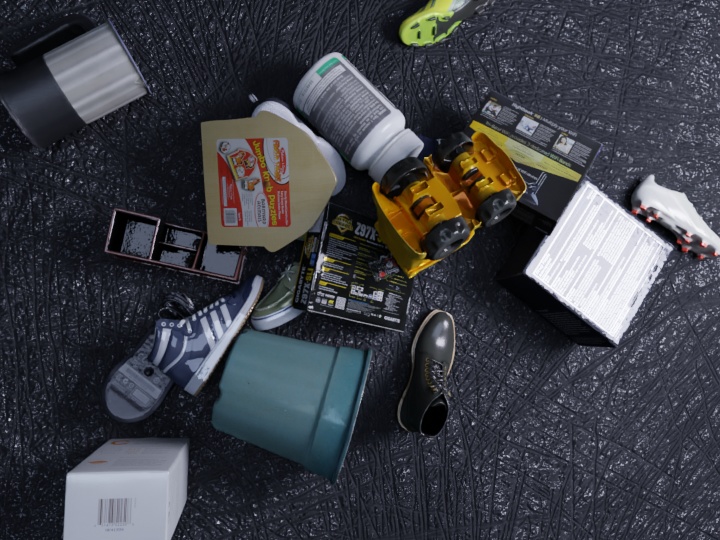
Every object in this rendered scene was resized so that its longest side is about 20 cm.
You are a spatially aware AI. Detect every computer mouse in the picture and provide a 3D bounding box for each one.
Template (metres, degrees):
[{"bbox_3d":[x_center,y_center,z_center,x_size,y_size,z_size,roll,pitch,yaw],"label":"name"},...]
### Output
[{"bbox_3d":[-0.304,0.145,0.897,0.138,0.053,0.200,43,69,-3],"label":"computer mouse"}]

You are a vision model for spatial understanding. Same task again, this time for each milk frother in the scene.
[{"bbox_3d":[-0.433,-0.305,0.827,0.187,0.200,0.182,-32,88,-10],"label":"milk frother"}]

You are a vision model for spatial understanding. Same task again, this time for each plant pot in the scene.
[{"bbox_3d":[-0.102,0.185,0.862,0.193,0.200,0.203,16,84,-1],"label":"plant pot"}]

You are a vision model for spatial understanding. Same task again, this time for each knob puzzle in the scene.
[{"bbox_3d":[-0.129,-0.128,0.855,0.216,0.030,0.224,2,100,9],"label":"knob puzzle"}]

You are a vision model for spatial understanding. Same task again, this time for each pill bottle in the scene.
[{"bbox_3d":[-0.002,-0.233,0.924,0.113,0.113,0.200,-44,84,-9],"label":"pill bottle"}]

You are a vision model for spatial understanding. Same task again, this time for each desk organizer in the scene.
[{"bbox_3d":[-0.277,-0.036,0.896,0.197,0.077,0.073,12,84,-9],"label":"desk organizer"}]

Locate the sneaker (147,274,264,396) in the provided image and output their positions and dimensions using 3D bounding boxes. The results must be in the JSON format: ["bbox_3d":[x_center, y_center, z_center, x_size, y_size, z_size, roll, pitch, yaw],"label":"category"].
[{"bbox_3d":[-0.232,0.072,0.872,0.108,0.070,0.202,33,72,-7],"label":"sneaker"}]

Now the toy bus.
[{"bbox_3d":[0.120,-0.079,0.864,0.198,0.193,0.137,-30,70,-13],"label":"toy bus"}]

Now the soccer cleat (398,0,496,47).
[{"bbox_3d":[0.144,-0.455,1.013,0.199,0.065,0.084,-33,62,-6],"label":"soccer cleat"}]

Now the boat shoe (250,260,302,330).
[{"bbox_3d":[-0.094,0.015,0.918,0.199,0.072,0.063,-38,118,-23],"label":"boat shoe"}]

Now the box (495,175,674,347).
[{"bbox_3d":[0.369,-0.013,0.980,0.197,0.123,0.201,37,79,-6],"label":"box"}]

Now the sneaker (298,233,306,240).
[{"bbox_3d":[-0.120,-0.113,0.921,0.198,0.090,0.079,33,80,-7],"label":"sneaker"}]

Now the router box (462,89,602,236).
[{"bbox_3d":[0.249,-0.171,0.919,0.198,0.052,0.158,32,73,15],"label":"router box"}]

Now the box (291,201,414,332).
[{"bbox_3d":[0.000,0.000,0.912,0.198,0.049,0.163,15,81,-38],"label":"box"}]

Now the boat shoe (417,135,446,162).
[{"bbox_3d":[0.117,-0.128,0.978,0.091,0.075,0.203,10,77,-2],"label":"boat shoe"}]

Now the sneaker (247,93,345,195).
[{"bbox_3d":[-0.102,-0.207,0.938,0.075,0.114,0.200,-42,130,8],"label":"sneaker"}]

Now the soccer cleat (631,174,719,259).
[{"bbox_3d":[0.579,-0.094,1.052,0.199,0.069,0.078,34,79,-3],"label":"soccer cleat"}]

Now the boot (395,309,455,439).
[{"bbox_3d":[0.122,0.162,0.919,0.076,0.138,0.203,15,83,-8],"label":"boot"}]

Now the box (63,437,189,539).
[{"bbox_3d":[-0.311,0.300,0.805,0.122,0.200,0.099,2,86,-9],"label":"box"}]
